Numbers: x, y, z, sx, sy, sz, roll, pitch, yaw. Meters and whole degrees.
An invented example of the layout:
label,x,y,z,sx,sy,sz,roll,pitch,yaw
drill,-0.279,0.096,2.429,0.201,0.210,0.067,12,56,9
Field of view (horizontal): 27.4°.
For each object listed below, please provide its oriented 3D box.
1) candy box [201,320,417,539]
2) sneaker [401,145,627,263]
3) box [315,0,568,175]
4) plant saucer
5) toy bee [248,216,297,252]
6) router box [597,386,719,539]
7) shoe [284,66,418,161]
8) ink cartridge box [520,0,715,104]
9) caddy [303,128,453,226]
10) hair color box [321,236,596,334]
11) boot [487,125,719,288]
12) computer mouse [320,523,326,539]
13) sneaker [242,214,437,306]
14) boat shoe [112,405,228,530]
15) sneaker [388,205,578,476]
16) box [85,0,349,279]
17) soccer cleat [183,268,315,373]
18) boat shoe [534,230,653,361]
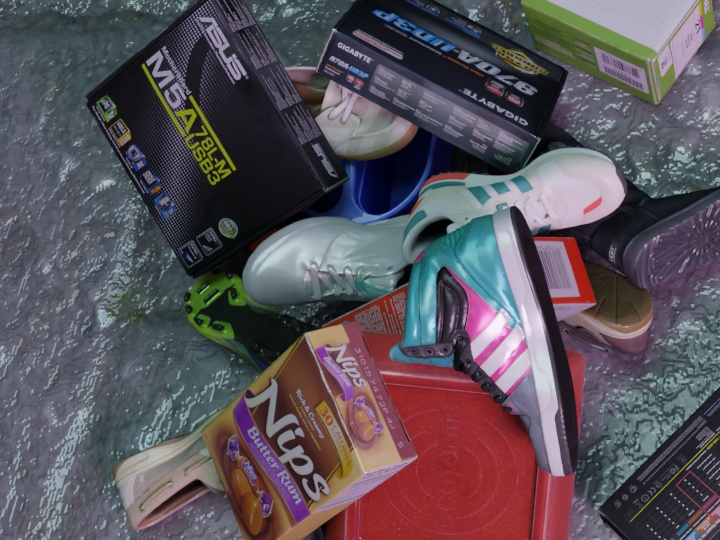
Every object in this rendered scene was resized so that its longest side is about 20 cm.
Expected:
label,x,y,z,sx,sy,sz,roll,pitch,yaw
candy box,-0.046,0.135,1.161,0.056,0.200,0.117,-11,69,-38
sneaker,0.121,-0.041,1.209,0.199,0.071,0.094,-7,36,35
box,0.075,-0.175,1.300,0.199,0.046,0.159,28,33,2
plant saucer,0.070,0.154,1.169,0.199,0.037,0.201,5,108,8
toy bee,-0.114,-0.109,1.420,0.130,0.109,0.201,-17,91,25
router box,0.307,0.173,1.140,0.200,0.062,0.150,-44,49,-2
shoe,-0.042,-0.144,1.313,0.199,0.053,0.070,12,76,30
ink cartridge box,0.269,-0.277,1.382,0.147,0.076,0.200,31,77,29
caddy,0.010,-0.120,1.372,0.141,0.105,0.201,3,66,18
hair color box,0.079,0.037,1.220,0.199,0.111,0.064,-26,74,37
boot,0.231,-0.069,1.298,0.164,0.066,0.200,-17,34,-29
computer mouse,0.044,0.168,1.254,0.199,0.053,0.139,-30,69,13
sneaker,0.000,0.000,1.273,0.199,0.076,0.089,-11,34,-11
boat shoe,-0.122,0.167,1.301,0.199,0.072,0.065,-25,67,10
sneaker,0.085,0.063,1.091,0.120,0.084,0.201,-14,94,17
box,-0.132,-0.119,1.323,0.193,0.047,0.201,-29,92,40
soccer cleat,-0.094,0.060,1.344,0.065,0.084,0.200,-48,40,-12
boat shoe,0.168,0.017,1.275,0.072,0.066,0.201,-32,44,-27
